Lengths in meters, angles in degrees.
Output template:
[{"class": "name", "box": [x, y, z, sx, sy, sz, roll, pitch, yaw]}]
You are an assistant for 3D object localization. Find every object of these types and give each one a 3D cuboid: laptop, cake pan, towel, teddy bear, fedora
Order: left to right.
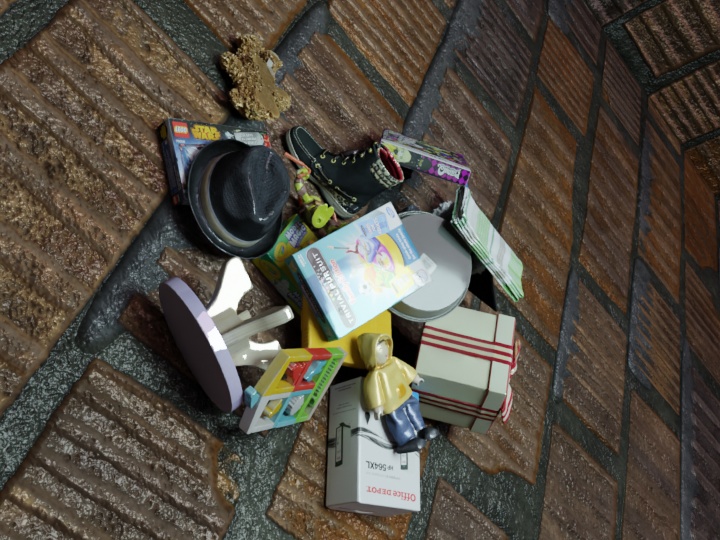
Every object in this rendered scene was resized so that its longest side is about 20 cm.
[{"class": "fedora", "box": [-0.170, -0.124, 1.078, 0.200, 0.091, 0.202, 20, 60, -39]}, {"class": "teddy bear", "box": [-0.191, -0.341, 1.250, 0.145, 0.067, 0.201, 15, 55, -52]}, {"class": "cake pan", "box": [0.111, -0.011, 1.224, 0.199, 0.037, 0.202, 3, 80, -17]}, {"class": "laptop", "box": [0.256, -0.054, 1.480, 0.116, 0.200, 0.188, -33, 134, -15]}, {"class": "towel", "box": [0.240, -0.054, 1.280, 0.200, 0.031, 0.149, 48, 29, -17]}]

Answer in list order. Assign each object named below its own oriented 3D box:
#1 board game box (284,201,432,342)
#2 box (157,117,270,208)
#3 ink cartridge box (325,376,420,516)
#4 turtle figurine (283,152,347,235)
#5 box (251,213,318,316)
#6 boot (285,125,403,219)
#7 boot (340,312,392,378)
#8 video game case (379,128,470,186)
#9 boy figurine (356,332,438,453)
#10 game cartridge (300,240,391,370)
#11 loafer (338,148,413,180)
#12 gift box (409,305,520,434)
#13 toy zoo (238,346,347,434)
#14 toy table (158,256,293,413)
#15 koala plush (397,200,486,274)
[{"class": "board game box", "box": [0.000, 0.000, 1.130, 0.199, 0.047, 0.152, -30, 93, -25]}, {"class": "box", "box": [-0.226, -0.170, 1.142, 0.199, 0.040, 0.138, -2, 75, -47]}, {"class": "ink cartridge box", "box": [0.024, 0.296, 1.156, 0.146, 0.084, 0.201, 22, 57, -38]}, {"class": "turtle figurine", "box": [-0.078, -0.107, 1.218, 0.201, 0.064, 0.161, 59, -4, -27]}, {"class": "box", "box": [-0.101, -0.005, 1.193, 0.200, 0.048, 0.118, 49, 44, -17]}, {"class": "boot", "box": [-0.028, -0.207, 1.277, 0.204, 0.153, 0.074, 52, 38, -14]}, {"class": "boot", "box": [0.036, 0.114, 1.275, 0.182, 0.072, 0.201, 44, 39, -26]}, {"class": "video game case", "box": [0.123, -0.228, 1.377, 0.180, 0.036, 0.200, 19, 18, -2]}, {"class": "boy figurine", "box": [0.056, 0.189, 1.130, 0.124, 0.064, 0.201, -22, 90, -42]}, {"class": "game cartridge", "box": [-0.023, 0.063, 1.177, 0.176, 0.032, 0.201, 16, 63, -35]}, {"class": "loafer", "box": [0.031, -0.198, 1.412, 0.199, 0.073, 0.071, 0, 85, -43]}, {"class": "gift box", "box": [0.192, 0.182, 1.284, 0.186, 0.200, 0.185, 13, 57, 6]}, {"class": "toy zoo", "box": [-0.103, 0.173, 1.021, 0.020, 0.132, 0.200, 34, 11, 25]}, {"class": "toy table", "box": [-0.184, 0.084, 0.979, 0.117, 0.183, 0.201, -30, 113, -33]}, {"class": "koala plush", "box": [0.149, -0.040, 1.354, 0.178, 0.199, 0.184, 55, 43, -13]}]
